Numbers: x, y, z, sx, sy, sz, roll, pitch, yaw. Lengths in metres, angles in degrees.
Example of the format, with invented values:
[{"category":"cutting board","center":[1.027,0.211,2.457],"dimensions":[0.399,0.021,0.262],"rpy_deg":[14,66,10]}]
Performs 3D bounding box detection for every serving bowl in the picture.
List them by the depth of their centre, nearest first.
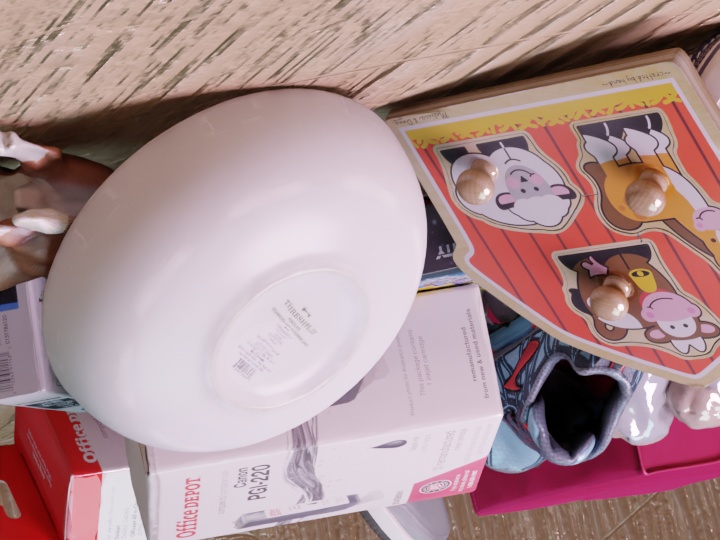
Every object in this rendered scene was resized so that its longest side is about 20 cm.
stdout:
[{"category":"serving bowl","center":[-0.048,0.014,1.259],"dimensions":[0.200,0.066,0.200],"rpy_deg":[-21,137,-21]}]

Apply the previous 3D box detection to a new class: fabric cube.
[{"category":"fabric cube","center":[0.194,0.053,1.854],"dimensions":[0.200,0.197,0.199],"rpy_deg":[-5,169,-33]}]

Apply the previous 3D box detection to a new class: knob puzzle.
[{"category":"knob puzzle","center":[0.124,-0.010,1.309],"dimensions":[0.219,0.220,0.030],"rpy_deg":[-17,-147,43]}]

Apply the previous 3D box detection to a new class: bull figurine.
[{"category":"bull figurine","center":[-0.206,-0.015,1.262],"dimensions":[0.200,0.065,0.121],"rpy_deg":[-18,164,21]}]

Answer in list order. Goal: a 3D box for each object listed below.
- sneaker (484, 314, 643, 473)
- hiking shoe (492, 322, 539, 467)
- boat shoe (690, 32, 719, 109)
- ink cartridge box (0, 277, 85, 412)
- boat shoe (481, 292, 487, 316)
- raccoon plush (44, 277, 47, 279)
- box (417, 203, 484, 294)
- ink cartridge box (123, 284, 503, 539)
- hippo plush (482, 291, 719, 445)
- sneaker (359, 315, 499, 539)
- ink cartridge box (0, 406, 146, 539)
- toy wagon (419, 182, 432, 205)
[{"category":"sneaker","center":[0.104,0.072,1.503],"dimensions":[0.079,0.096,0.200],"rpy_deg":[21,143,-8]},{"category":"hiking shoe","center":[0.024,0.080,1.726],"dimensions":[0.200,0.101,0.076],"rpy_deg":[3,172,22]},{"category":"boat shoe","center":[0.137,-0.066,1.341],"dimensions":[0.075,0.093,0.200],"rpy_deg":[-34,157,-37]},{"category":"ink cartridge box","center":[-0.173,0.031,1.538],"dimensions":[0.039,0.100,0.200],"rpy_deg":[-11,172,12]},{"category":"boat shoe","center":[0.049,-0.003,1.715],"dimensions":[0.066,0.072,0.200],"rpy_deg":[-5,172,-1]},{"category":"raccoon plush","center":[-0.091,-0.032,1.371],"dimensions":[0.200,0.134,0.097],"rpy_deg":[25,-173,12]},{"category":"box","center":[0.000,0.000,1.470],"dimensions":[0.200,0.038,0.137],"rpy_deg":[-12,172,15]},{"category":"ink cartridge box","center":[-0.031,0.083,1.490],"dimensions":[0.200,0.085,0.146],"rpy_deg":[-8,158,-7]},{"category":"hippo plush","center":[0.163,0.015,1.573],"dimensions":[0.200,0.160,0.161],"rpy_deg":[-26,161,23]},{"category":"sneaker","center":[0.044,0.081,1.643],"dimensions":[0.121,0.200,0.084],"rpy_deg":[-15,-159,25]},{"category":"ink cartridge box","center":[-0.150,0.114,1.715],"dimensions":[0.200,0.067,0.116],"rpy_deg":[-7,-143,-23]},{"category":"toy wagon","center":[-0.004,-0.038,1.477],"dimensions":[0.155,0.040,0.200],"rpy_deg":[-10,173,-7]}]
